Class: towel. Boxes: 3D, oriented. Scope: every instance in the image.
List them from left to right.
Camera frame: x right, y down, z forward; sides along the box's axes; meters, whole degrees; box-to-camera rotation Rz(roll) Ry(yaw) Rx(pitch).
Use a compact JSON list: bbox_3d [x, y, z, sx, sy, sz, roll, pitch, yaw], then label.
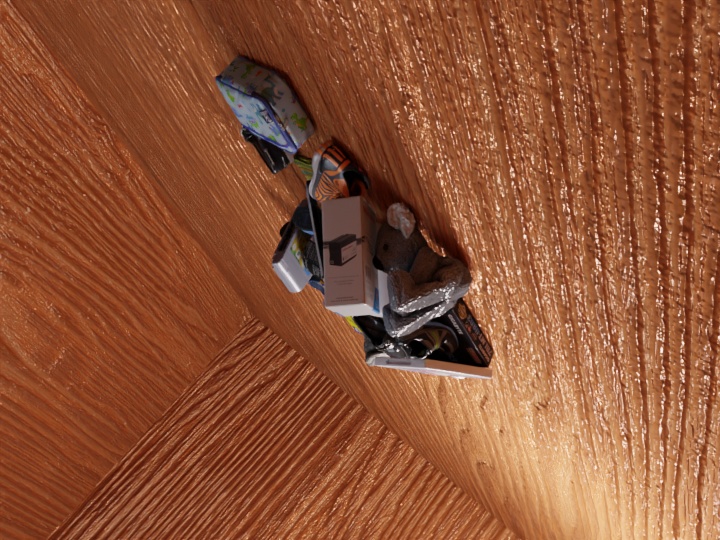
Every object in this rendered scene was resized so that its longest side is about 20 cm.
[{"bbox_3d":[-0.082,-0.175,1.730,0.085,0.018,0.201,29,159,50],"label":"towel"}]

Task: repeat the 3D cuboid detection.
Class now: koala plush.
[{"bbox_3d":[0.096,-0.015,1.463,0.203,0.180,0.178,61,166,24],"label":"koala plush"}]

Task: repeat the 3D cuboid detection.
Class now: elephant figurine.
[{"bbox_3d":[0.057,0.179,1.898,0.157,0.197,0.142,57,-155,-19],"label":"elephant figurine"}]

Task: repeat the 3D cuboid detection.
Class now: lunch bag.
[{"bbox_3d":[-0.186,-0.319,1.501,0.199,0.083,0.162,33,165,41],"label":"lunch bag"}]

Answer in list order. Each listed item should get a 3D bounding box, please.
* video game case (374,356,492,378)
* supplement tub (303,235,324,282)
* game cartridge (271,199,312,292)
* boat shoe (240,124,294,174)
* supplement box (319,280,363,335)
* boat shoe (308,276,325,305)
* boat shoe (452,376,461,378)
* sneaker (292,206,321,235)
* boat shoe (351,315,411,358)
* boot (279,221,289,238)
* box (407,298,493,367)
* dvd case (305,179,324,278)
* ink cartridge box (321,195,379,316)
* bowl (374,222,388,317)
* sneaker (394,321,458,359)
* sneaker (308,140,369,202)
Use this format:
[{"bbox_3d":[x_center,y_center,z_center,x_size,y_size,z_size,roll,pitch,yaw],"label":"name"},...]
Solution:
[{"bbox_3d":[0.158,0.213,1.687,0.196,0.024,0.181,12,169,-34],"label":"video game case"},{"bbox_3d":[-0.035,-0.009,1.840,0.198,0.123,0.123,33,162,34],"label":"supplement tub"},{"bbox_3d":[-0.146,-0.056,1.897,0.040,0.203,0.134,5,146,28],"label":"game cartridge"},{"bbox_3d":[-0.227,-0.298,1.679,0.201,0.060,0.074,51,165,2],"label":"boat shoe"},{"bbox_3d":[0.004,0.073,1.988,0.108,0.110,0.201,24,155,52],"label":"supplement box"},{"bbox_3d":[-0.055,0.069,2.106,0.196,0.070,0.084,21,158,1],"label":"boat shoe"},{"bbox_3d":[0.199,0.175,1.820,0.202,0.071,0.068,54,166,-7],"label":"boat shoe"},{"bbox_3d":[-0.060,-0.096,1.774,0.197,0.067,0.078,25,-169,20],"label":"sneaker"},{"bbox_3d":[0.048,0.149,1.762,0.201,0.069,0.067,52,-152,-16],"label":"boat shoe"},{"bbox_3d":[-0.128,-0.039,2.125,0.198,0.069,0.175,31,160,34],"label":"boot"},{"bbox_3d":[0.168,0.132,1.689,0.195,0.050,0.201,1,139,40],"label":"box"},{"bbox_3d":[-0.094,-0.086,1.675,0.143,0.017,0.206,148,112,-85],"label":"dvd case"},{"bbox_3d":[-0.017,-0.023,1.475,0.081,0.206,0.145,-4,169,12],"label":"ink cartridge box"},{"bbox_3d":[0.000,0.000,1.646,0.197,0.074,0.205,16,117,46],"label":"bowl"},{"bbox_3d":[0.130,0.144,1.579,0.070,0.085,0.198,-11,158,38],"label":"sneaker"},{"bbox_3d":[-0.042,-0.163,1.528,0.112,0.078,0.201,42,165,14],"label":"sneaker"}]
